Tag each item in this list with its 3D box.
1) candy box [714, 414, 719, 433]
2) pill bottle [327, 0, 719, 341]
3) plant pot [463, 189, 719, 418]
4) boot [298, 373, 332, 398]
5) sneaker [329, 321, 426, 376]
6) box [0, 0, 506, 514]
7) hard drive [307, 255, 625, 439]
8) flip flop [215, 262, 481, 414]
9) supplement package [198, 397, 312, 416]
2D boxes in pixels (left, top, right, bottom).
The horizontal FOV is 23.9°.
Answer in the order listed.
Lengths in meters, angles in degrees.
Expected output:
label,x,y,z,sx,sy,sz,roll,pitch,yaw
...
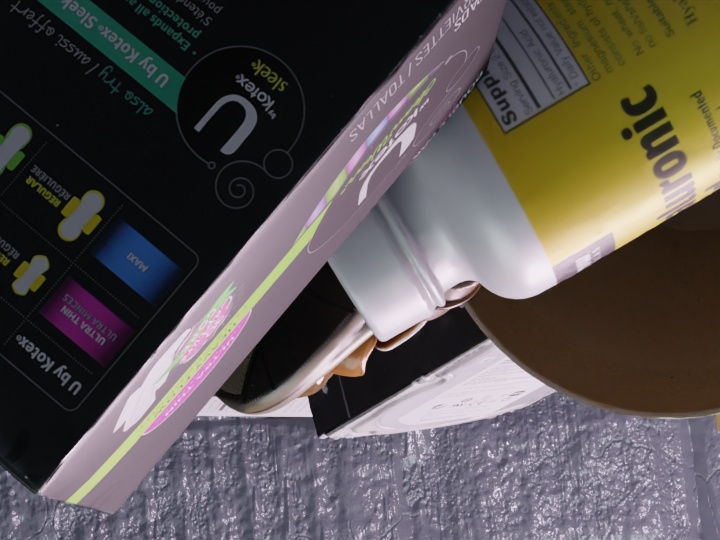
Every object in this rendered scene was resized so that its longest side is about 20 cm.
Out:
label,x,y,z,sx,sy,sz,roll,pitch,yaw
candy box,0.235,-0.020,0.888,0.115,0.201,0.055,-12,170,37
pill bottle,0.073,-0.059,0.633,0.200,0.112,0.111,-30,169,2
plant pot,0.146,-0.049,0.784,0.200,0.201,0.134,-9,-167,22
boot,-0.107,0.049,0.850,0.199,0.076,0.074,8,131,-15
sneaker,0.000,0.000,0.848,0.084,0.073,0.200,22,-150,5
box,-0.063,-0.044,0.505,0.124,0.200,0.149,39,172,6
hard drive,0.078,0.042,0.927,0.139,0.038,0.200,-4,160,-35
flip flop,0.018,-0.005,0.732,0.200,0.081,0.058,-40,144,9
supplement package,-0.084,0.009,0.978,0.200,0.114,0.110,3,137,-36
